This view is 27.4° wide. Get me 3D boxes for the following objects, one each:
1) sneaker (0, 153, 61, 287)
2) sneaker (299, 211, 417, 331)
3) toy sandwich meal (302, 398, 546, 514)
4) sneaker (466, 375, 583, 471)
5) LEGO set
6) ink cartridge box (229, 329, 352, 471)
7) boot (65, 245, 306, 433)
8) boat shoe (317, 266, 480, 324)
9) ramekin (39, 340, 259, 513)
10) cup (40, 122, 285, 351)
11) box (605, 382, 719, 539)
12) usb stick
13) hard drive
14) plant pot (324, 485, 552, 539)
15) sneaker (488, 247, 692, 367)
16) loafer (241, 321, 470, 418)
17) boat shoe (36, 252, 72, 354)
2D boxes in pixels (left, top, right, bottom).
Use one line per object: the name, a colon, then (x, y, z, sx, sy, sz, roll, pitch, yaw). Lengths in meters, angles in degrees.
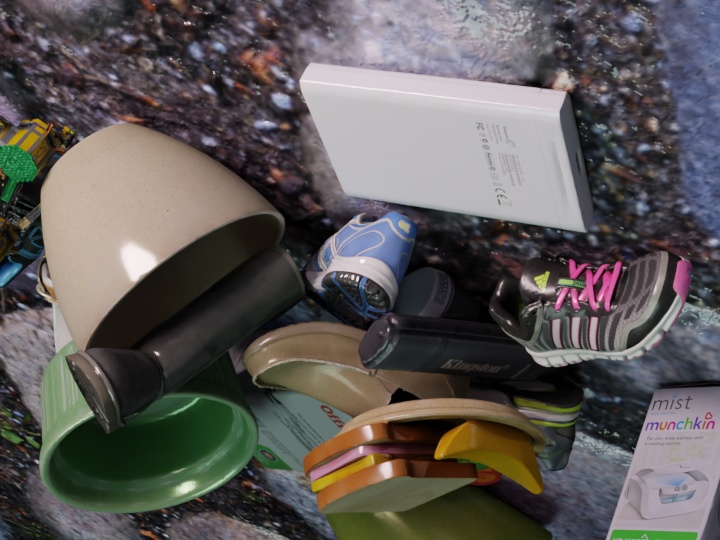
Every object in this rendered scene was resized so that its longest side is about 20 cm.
sneaker: (-0.312, -0.048, 1.380, 0.073, 0.082, 0.200, 29, 149, -2)
sneaker: (0.000, 0.000, 1.229, 0.076, 0.077, 0.200, 35, 167, -14)
toy sandwich meal: (0.059, 0.164, 1.223, 0.204, 0.071, 0.205, -2, 155, -1)
sneaker: (0.103, 0.135, 1.327, 0.199, 0.074, 0.081, 7, 105, 32)
LEGO set: (-0.321, -0.108, 1.269, 0.153, 0.116, 0.200, 27, 135, 1)
ink cartridge box: (-0.046, 0.130, 1.455, 0.199, 0.083, 0.147, -2, 140, 41)
boot: (-0.133, 0.051, 1.180, 0.073, 0.199, 0.182, 61, 170, 1)
boat shoe: (0.030, 0.050, 1.294, 0.066, 0.070, 0.200, 26, 147, -27)
ramekin: (-0.199, 0.130, 1.356, 0.199, 0.098, 0.201, -12, 144, -9)
cup: (-0.183, -0.036, 1.223, 0.143, 0.200, 0.201, 51, 154, 15)
box: (0.306, 0.223, 1.236, 0.096, 0.177, 0.200, -7, 137, 44)
usb stick: (0.083, 0.064, 1.201, 0.199, 0.033, 0.056, 8, 133, -40)
hard drive: (0.064, -0.090, 1.079, 0.199, 0.027, 0.132, 10, 147, 25)
plant pot: (0.065, 0.280, 1.543, 0.200, 0.187, 0.187, 41, 151, 4)
sneaker: (0.167, 0.022, 1.127, 0.087, 0.074, 0.200, 30, 156, -20)
loafer: (0.000, 0.090, 1.227, 0.199, 0.068, 0.076, 5, 151, -10)
boat shoe: (-0.260, 0.006, 1.340, 0.074, 0.068, 0.201, 23, 116, 32)
